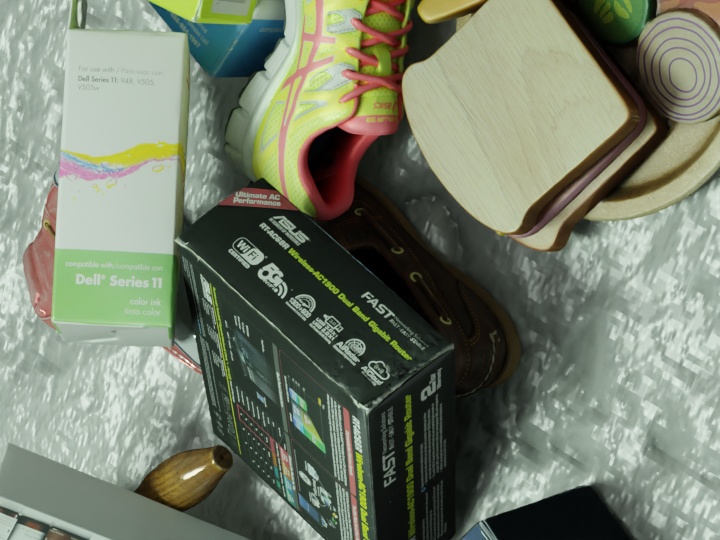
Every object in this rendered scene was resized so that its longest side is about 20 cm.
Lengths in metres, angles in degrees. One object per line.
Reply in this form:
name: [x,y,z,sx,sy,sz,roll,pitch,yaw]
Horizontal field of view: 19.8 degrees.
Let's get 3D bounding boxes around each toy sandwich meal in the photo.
toy sandwich meal: [0.108,-0.112,1.047,0.205,0.070,0.206,5,98,38]

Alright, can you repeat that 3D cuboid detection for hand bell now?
hand bell: [-0.147,0.150,1.254,0.200,0.104,0.104,-34,74,38]

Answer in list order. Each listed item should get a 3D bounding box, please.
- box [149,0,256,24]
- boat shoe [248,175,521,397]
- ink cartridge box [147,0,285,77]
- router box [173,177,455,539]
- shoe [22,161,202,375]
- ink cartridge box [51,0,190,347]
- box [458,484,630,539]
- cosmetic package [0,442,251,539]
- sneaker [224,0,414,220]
box: [-0.125,-0.222,1.128,0.200,0.048,0.122,29,110,37]
boat shoe: [0.000,0.000,1.148,0.200,0.070,0.070,35,115,32]
ink cartridge box: [-0.049,-0.229,1.150,0.145,0.084,0.200,52,123,24]
router box: [-0.020,0.065,1.108,0.150,0.062,0.200,42,156,27]
shoe: [-0.136,0.018,1.261,0.200,0.071,0.091,48,123,31]
ink cartridge box: [-0.130,-0.063,1.138,0.067,0.117,0.200,3,83,-4]
box: [0.077,0.237,1.088,0.148,0.107,0.200,53,124,21]
cosmetic package: [-0.133,0.179,1.205,0.200,0.051,0.083,23,124,-13]
sneaker: [0.000,-0.114,1.110,0.090,0.078,0.200,48,128,37]
